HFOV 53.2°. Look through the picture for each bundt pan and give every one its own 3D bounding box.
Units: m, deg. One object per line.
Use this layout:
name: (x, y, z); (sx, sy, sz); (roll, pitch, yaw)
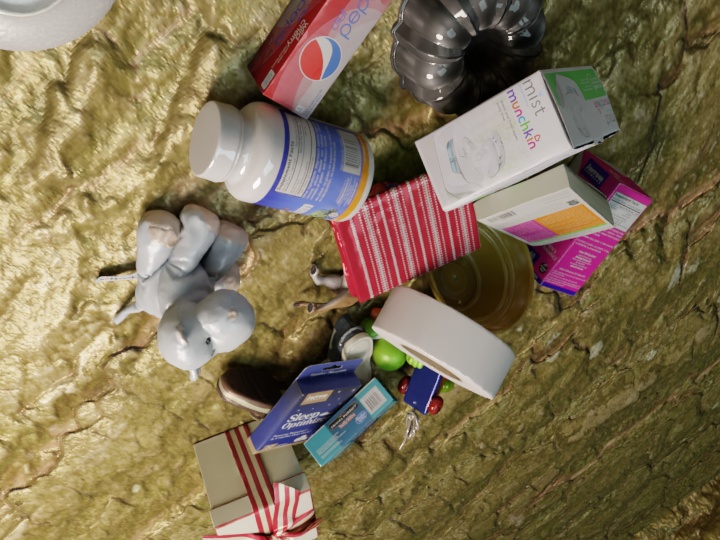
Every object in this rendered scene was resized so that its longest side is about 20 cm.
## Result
bundt pan: (0.138, -0.271, 0.860); (0.198, 0.076, 0.204); (-17, 136, -16)

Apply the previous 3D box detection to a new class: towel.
towel: (0.062, -0.052, 0.963); (0.197, 0.023, 0.147); (-23, 125, -8)

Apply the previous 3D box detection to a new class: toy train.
toy train: (0.126, 0.213, 1.276); (0.115, 0.084, 0.203); (-11, 124, -54)

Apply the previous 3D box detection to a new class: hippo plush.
hippo plush: (-0.212, 0.029, 0.865); (0.197, 0.162, 0.161); (-20, 137, -13)

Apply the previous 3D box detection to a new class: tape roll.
tape roll: (0.117, 0.102, 1.021); (0.202, 0.201, 0.072); (40, 78, -47)

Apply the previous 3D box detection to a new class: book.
book: (0.261, -0.081, 1.008); (0.132, 0.049, 0.199); (-20, 161, 30)

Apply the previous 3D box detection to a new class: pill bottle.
pill bottle: (-0.091, -0.127, 0.829); (0.197, 0.113, 0.113); (9, 125, -36)

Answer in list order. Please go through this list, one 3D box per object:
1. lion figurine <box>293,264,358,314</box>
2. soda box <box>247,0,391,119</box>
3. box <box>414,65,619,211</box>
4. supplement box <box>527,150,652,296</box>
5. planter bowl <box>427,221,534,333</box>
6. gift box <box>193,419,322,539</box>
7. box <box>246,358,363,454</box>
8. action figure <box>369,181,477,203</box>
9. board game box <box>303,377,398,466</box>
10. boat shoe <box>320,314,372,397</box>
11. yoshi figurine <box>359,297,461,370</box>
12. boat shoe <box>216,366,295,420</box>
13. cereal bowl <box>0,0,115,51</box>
lion figurine: (0.000, 0.000, 1.047); (0.199, 0.073, 0.121); (-40, 150, 30)
soda box: (-0.034, -0.268, 0.768); (0.069, 0.064, 0.201); (21, 117, -42)
box: (0.195, -0.160, 0.872); (0.175, 0.098, 0.199); (-26, 179, 38)
supplement box: (0.348, -0.074, 1.151); (0.102, 0.102, 0.201); (15, 120, -38)
planter bowl: (0.163, 0.003, 1.092); (0.197, 0.205, 0.083); (-2, 167, -30)
gift box: (-0.178, 0.371, 1.189); (0.182, 0.188, 0.202); (-22, 138, -11)
box: (-0.080, 0.210, 1.108); (0.120, 0.033, 0.201); (-1, 139, -44)
action figure: (0.081, -0.092, 0.997); (0.196, 0.067, 0.052); (-4, 154, -19)
board game box: (-0.010, 0.249, 1.195); (0.151, 0.047, 0.200); (-42, 169, -3)
boat shoe: (-0.026, 0.151, 1.163); (0.074, 0.062, 0.202); (-24, 146, -21)
yoshi figurine: (0.096, 0.111, 1.168); (0.195, 0.114, 0.113); (-4, 154, -6)
boat shoe: (-0.154, 0.211, 1.139); (0.075, 0.075, 0.201); (-44, 138, 22)
cereal bowl: (-0.290, -0.272, 0.595); (0.196, 0.084, 0.203); (-16, 136, -16)
